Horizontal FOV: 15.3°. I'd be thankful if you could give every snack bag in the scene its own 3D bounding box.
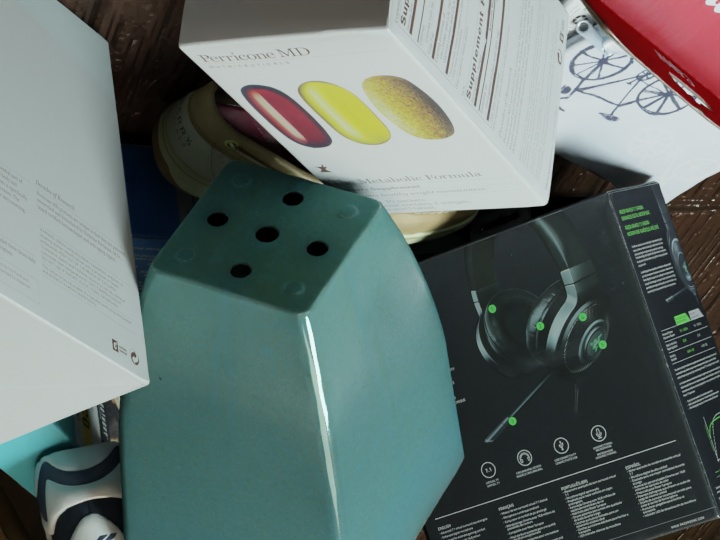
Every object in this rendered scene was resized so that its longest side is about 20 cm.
[{"bbox_3d":[0.181,-0.099,1.434,0.199,0.022,0.188,-28,148,31],"label":"snack bag"}]

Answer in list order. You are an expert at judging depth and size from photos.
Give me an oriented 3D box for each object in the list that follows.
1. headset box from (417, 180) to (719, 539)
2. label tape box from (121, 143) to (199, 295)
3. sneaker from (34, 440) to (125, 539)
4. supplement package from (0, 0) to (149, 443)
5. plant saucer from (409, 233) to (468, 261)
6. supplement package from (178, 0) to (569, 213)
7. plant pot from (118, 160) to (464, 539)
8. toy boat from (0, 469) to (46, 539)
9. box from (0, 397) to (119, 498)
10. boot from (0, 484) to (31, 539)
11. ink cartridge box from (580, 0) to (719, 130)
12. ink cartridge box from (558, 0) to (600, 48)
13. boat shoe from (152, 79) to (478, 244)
[{"bbox_3d":[0.105,0.061,1.497,0.173,0.201,0.093,-22,176,25],"label":"headset box"},{"bbox_3d":[-0.141,0.003,1.536,0.143,0.064,0.200,4,151,-25],"label":"label tape box"},{"bbox_3d":[-0.131,0.191,1.510,0.079,0.130,0.199,-9,153,-5],"label":"sneaker"},{"bbox_3d":[-0.219,-0.040,1.283,0.146,0.201,0.191,-21,150,21],"label":"supplement package"},{"bbox_3d":[0.000,0.000,1.552,0.070,0.019,0.200,-32,167,23],"label":"plant saucer"},{"bbox_3d":[0.011,-0.116,1.291,0.113,0.110,0.200,-3,157,26],"label":"supplement package"},{"bbox_3d":[-0.041,0.055,1.378,0.141,0.142,0.201,16,138,21],"label":"plant pot"},{"bbox_3d":[-0.171,0.186,1.720,0.130,0.200,0.131,-33,117,-13],"label":"toy boat"},{"bbox_3d":[-0.176,0.076,1.502,0.049,0.083,0.200,-16,154,11],"label":"box"},{"bbox_3d":[-0.241,0.155,1.599,0.066,0.201,0.175,-29,179,-16],"label":"boot"},{"bbox_3d":[0.146,-0.151,1.217,0.084,0.176,0.200,-41,144,15],"label":"ink cartridge box"},{"bbox_3d":[0.176,-0.128,1.434,0.199,0.037,0.095,12,144,-32],"label":"ink cartridge box"},{"bbox_3d":[-0.011,-0.062,1.450,0.199,0.074,0.066,6,154,-28],"label":"boat shoe"}]
